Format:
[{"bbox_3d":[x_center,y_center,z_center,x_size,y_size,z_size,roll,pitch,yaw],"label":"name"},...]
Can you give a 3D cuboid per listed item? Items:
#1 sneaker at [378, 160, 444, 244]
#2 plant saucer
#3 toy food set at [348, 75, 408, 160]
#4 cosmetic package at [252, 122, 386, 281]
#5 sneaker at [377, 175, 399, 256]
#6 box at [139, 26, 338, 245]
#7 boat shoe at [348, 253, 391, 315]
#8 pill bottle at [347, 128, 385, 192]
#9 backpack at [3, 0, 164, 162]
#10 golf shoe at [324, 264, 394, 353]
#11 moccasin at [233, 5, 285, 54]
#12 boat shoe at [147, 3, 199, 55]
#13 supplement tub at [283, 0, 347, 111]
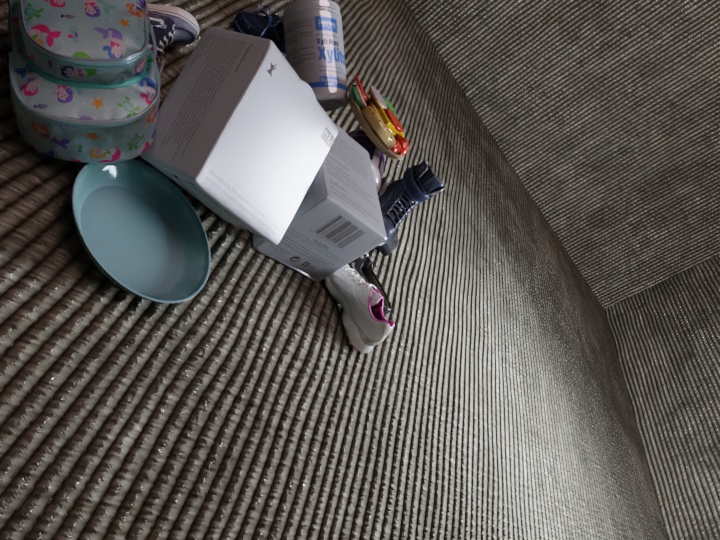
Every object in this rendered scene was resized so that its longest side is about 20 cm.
[{"bbox_3d":[0.093,-0.145,1.251,0.077,0.144,0.204,49,41,-23],"label":"sneaker"},{"bbox_3d":[-0.273,-0.045,0.754,0.200,0.035,0.203,43,31,-33],"label":"plant saucer"},{"bbox_3d":[0.040,-0.331,1.326,0.198,0.048,0.202,16,45,-58],"label":"toy food set"},{"bbox_3d":[-0.077,-0.126,1.034,0.166,0.164,0.204,30,40,-45],"label":"cosmetic package"},{"bbox_3d":[0.047,-0.123,1.367,0.107,0.074,0.202,51,37,-25],"label":"sneaker"},{"bbox_3d":[-0.160,-0.179,0.835,0.129,0.204,0.199,23,-10,32],"label":"box"},{"bbox_3d":[0.000,0.000,1.162,0.073,0.060,0.204,6,59,-57],"label":"boat shoe"},{"bbox_3d":[-0.006,-0.213,1.305,0.112,0.110,0.202,47,29,-23],"label":"pill bottle"},{"bbox_3d":[-0.322,-0.234,0.716,0.173,0.151,0.205,-1,66,-25],"label":"backpack"},{"bbox_3d":[-0.004,0.040,1.085,0.075,0.091,0.204,-4,66,-59],"label":"golf shoe"},{"bbox_3d":[-0.199,-0.536,1.329,0.082,0.067,0.199,61,27,4],"label":"moccasin"},{"bbox_3d":[-0.325,-0.360,0.946,0.198,0.074,0.095,-11,79,-54],"label":"boat shoe"},{"bbox_3d":[-0.096,-0.453,1.296,0.131,0.129,0.207,-9,94,-62],"label":"supplement tub"}]
